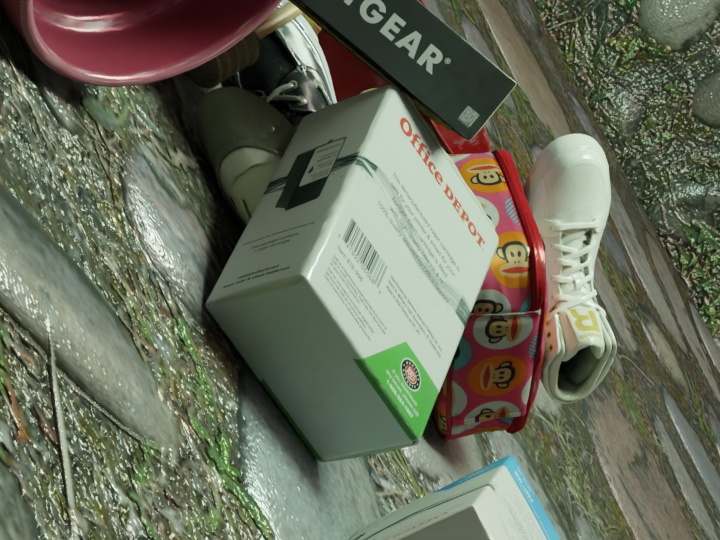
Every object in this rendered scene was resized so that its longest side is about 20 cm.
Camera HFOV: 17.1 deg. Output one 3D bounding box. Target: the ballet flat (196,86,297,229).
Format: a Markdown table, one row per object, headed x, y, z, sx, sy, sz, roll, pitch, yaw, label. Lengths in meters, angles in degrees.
| x | y | z | sx | sy | sz | roll | pitch | yaw | label |
| --- | --- | --- | --- | --- | --- | --- | --- | --- | --- |
| -0.047 | -0.033 | 1.608 | 0.200 | 0.067 | 0.064 | 58 | 20 | -18 | ballet flat |

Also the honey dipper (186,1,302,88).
| x | y | z | sx | sy | sz | roll | pitch | yaw | label |
| --- | --- | --- | --- | --- | --- | --- | --- | --- | --- |
| -0.052 | -0.186 | 1.721 | 0.200 | 0.038 | 0.038 | -37 | 101 | -42 | honey dipper |

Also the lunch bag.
| x | y | z | sx | sy | sz | roll | pitch | yaw | label |
| --- | --- | --- | --- | --- | --- | --- | --- | --- | --- |
| 0.082 | 0.011 | 1.816 | 0.176 | 0.082 | 0.200 | -107 | -164 | -44 | lunch bag |

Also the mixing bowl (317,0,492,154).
| x | y | z | sx | sy | sz | roll | pitch | yaw | label |
| --- | --- | --- | --- | --- | --- | --- | --- | --- | --- |
| 0.018 | -0.134 | 1.943 | 0.200 | 0.108 | 0.200 | 57 | 16 | -27 | mixing bowl |

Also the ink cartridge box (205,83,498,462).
| x | y | z | sx | sy | sz | roll | pitch | yaw | label |
| --- | --- | --- | --- | --- | --- | --- | --- | --- | --- |
| 0.000 | 0.000 | 1.541 | 0.147 | 0.083 | 0.200 | 56 | 38 | -27 | ink cartridge box |

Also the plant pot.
| x | y | z | sx | sy | sz | roll | pitch | yaw | label |
| --- | --- | --- | --- | --- | --- | --- | --- | --- | --- |
| -0.148 | -0.237 | 1.402 | 0.179 | 0.200 | 0.200 | 52 | 6 | 31 | plant pot |

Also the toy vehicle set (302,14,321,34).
| x | y | z | sx | sy | sz | roll | pitch | yaw | label |
| --- | --- | --- | --- | --- | --- | --- | --- | --- | --- |
| -0.049 | -0.217 | 2.037 | 0.200 | 0.027 | 0.124 | 46 | 21 | -50 | toy vehicle set |

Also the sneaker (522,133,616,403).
| x | y | z | sx | sy | sz | roll | pitch | yaw | label |
| --- | --- | --- | --- | --- | --- | --- | --- | --- | --- |
| 0.164 | 0.005 | 1.799 | 0.116 | 0.074 | 0.200 | -115 | -156 | -48 | sneaker |

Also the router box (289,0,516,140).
| x | y | z | sx | sy | sz | roll | pitch | yaw | label |
| --- | --- | --- | --- | --- | --- | --- | --- | --- | --- |
| 0.004 | -0.174 | 1.617 | 0.200 | 0.052 | 0.157 | 39 | 2 | -9 | router box |

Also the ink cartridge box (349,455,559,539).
| x | y | z | sx | sy | sz | roll | pitch | yaw | label |
| --- | --- | --- | --- | --- | --- | --- | --- | --- | --- |
| 0.043 | 0.179 | 1.427 | 0.067 | 0.116 | 0.200 | 63 | 13 | 0 | ink cartridge box |

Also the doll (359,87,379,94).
| x | y | z | sx | sy | sz | roll | pitch | yaw | label |
| --- | --- | --- | --- | --- | --- | --- | --- | --- | --- |
| 0.027 | -0.032 | 1.762 | 0.136 | 0.048 | 0.200 | -83 | 170 | -63 | doll |

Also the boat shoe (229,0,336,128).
| x | y | z | sx | sy | sz | roll | pitch | yaw | label |
| --- | --- | --- | --- | --- | --- | --- | --- | --- | --- |
| -0.053 | -0.116 | 1.751 | 0.068 | 0.072 | 0.200 | -67 | 136 | -75 | boat shoe |
